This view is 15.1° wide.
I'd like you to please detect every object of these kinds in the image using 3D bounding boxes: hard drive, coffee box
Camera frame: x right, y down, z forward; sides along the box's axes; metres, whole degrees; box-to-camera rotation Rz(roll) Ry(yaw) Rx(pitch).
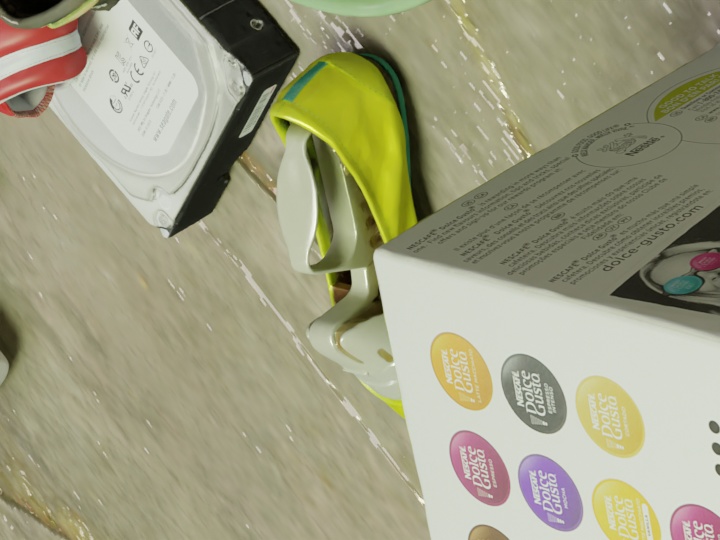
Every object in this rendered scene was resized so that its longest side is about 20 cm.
[{"bbox_3d":[-0.125,-0.129,1.302,0.200,0.038,0.140,50,143,12],"label":"hard drive"},{"bbox_3d":[0.154,0.056,0.973,0.197,0.200,0.200,15,126,44],"label":"coffee box"}]

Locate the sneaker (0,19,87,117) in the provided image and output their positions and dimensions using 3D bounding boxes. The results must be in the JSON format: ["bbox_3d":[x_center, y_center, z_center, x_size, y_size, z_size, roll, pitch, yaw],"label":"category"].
[{"bbox_3d":[-0.208,-0.125,1.309,0.200,0.071,0.113,4,115,46],"label":"sneaker"}]

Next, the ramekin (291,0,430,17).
[{"bbox_3d":[-0.002,-0.207,1.034,0.200,0.098,0.201,27,138,27],"label":"ramekin"}]

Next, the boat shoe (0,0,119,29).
[{"bbox_3d":[-0.090,-0.158,1.032,0.072,0.060,0.202,46,144,4],"label":"boat shoe"}]

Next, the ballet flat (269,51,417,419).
[{"bbox_3d":[0.000,0.000,1.224,0.067,0.067,0.201,11,124,44],"label":"ballet flat"}]

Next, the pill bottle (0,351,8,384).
[{"bbox_3d":[-0.294,0.005,1.529,0.200,0.116,0.116,51,143,10],"label":"pill bottle"}]
